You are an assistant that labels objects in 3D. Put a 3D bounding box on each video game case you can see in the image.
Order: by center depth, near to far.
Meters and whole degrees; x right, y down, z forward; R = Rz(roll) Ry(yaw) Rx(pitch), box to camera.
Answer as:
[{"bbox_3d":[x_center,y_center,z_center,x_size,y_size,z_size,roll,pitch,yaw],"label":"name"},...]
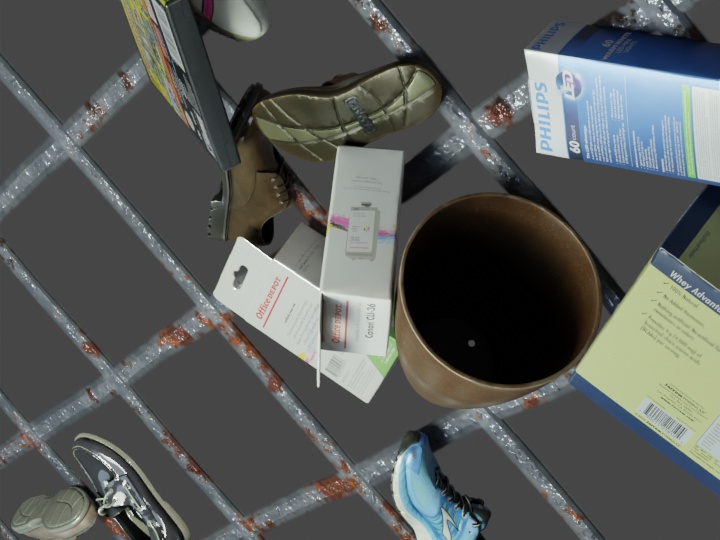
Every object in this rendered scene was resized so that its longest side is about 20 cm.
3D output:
[{"bbox_3d":[-0.182,-0.216,1.698,0.181,0.025,0.200,50,162,44],"label":"video game case"}]

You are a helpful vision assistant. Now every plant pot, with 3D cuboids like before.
[{"bbox_3d":[0.105,0.054,1.678,0.187,0.187,0.200,39,155,5],"label":"plant pot"}]

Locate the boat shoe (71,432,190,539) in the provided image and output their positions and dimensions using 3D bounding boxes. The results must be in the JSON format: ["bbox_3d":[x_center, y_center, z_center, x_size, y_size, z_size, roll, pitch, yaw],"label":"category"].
[{"bbox_3d":[-0.304,0.294,2.304,0.200,0.063,0.073,47,141,-4],"label":"boat shoe"}]

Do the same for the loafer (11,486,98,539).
[{"bbox_3d":[-0.400,0.338,2.432,0.063,0.072,0.200,42,150,-24],"label":"loafer"}]

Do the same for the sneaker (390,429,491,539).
[{"bbox_3d":[0.097,0.250,1.938,0.090,0.079,0.201,-10,122,23],"label":"sneaker"}]

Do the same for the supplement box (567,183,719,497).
[{"bbox_3d":[0.319,0.060,1.516,0.200,0.134,0.200,37,140,8],"label":"supplement box"}]

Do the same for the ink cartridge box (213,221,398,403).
[{"bbox_3d":[-0.042,0.032,1.840,0.200,0.067,0.117,34,140,4],"label":"ink cartridge box"}]

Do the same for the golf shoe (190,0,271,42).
[{"bbox_3d":[-0.140,-0.300,1.639,0.092,0.073,0.200,-22,108,46],"label":"golf shoe"}]

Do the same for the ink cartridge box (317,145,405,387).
[{"bbox_3d":[0.000,0.000,1.662,0.067,0.201,0.117,6,151,2],"label":"ink cartridge box"}]

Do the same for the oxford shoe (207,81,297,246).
[{"bbox_3d":[-0.098,-0.104,1.790,0.084,0.073,0.200,16,137,5],"label":"oxford shoe"}]

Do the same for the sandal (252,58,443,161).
[{"bbox_3d":[-0.008,-0.158,1.673,0.199,0.055,0.082,-18,118,32],"label":"sandal"}]

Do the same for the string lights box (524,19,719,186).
[{"bbox_3d":[0.238,-0.136,1.472,0.199,0.059,0.103,14,132,31],"label":"string lights box"}]
